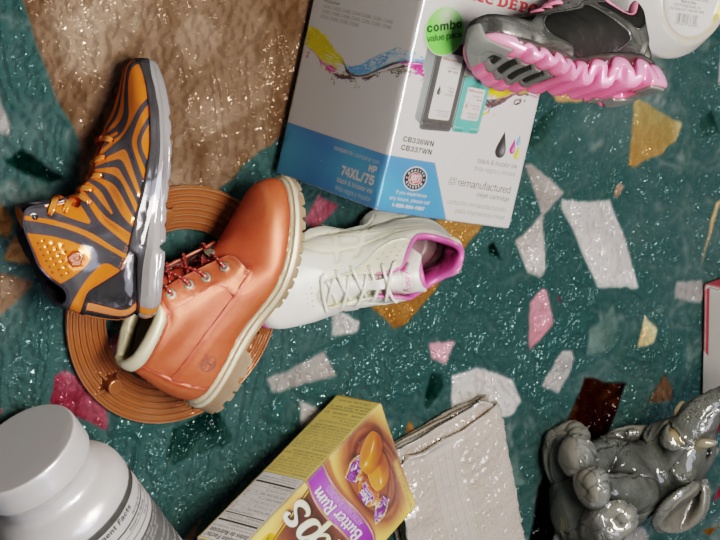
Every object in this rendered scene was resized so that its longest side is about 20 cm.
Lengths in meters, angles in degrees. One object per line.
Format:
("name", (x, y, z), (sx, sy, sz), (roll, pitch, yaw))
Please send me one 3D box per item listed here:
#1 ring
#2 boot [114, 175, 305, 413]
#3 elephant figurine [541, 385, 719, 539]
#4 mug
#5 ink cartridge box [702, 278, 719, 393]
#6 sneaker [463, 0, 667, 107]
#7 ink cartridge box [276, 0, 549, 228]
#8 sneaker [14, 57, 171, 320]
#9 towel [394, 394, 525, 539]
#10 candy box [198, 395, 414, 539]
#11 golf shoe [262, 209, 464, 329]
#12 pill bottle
("ring", (-0.147, 0.030, 1.524), (0.200, 0.019, 0.201), (-13, 113, -33))
("boot", (-0.118, 0.007, 1.483), (0.107, 0.075, 0.201), (25, 91, -34))
("elephant figurine", (0.285, 0.193, 1.813), (0.199, 0.155, 0.142), (-16, 92, -21))
("mug", (0.250, -0.261, 1.629), (0.187, 0.153, 0.150), (-44, 125, -17))
("ink cartridge box", (0.451, 0.066, 1.929), (0.199, 0.085, 0.146), (-17, 115, -33))
("sneaker", (0.156, -0.187, 1.466), (0.199, 0.079, 0.096), (5, 79, -41))
("ink cartridge box", (0.047, -0.153, 1.520), (0.146, 0.146, 0.201), (6, 101, -38))
("sneaker", (-0.202, -0.065, 1.414), (0.111, 0.078, 0.201), (4, 82, -13))
("towel", (0.091, 0.224, 1.752), (0.132, 0.034, 0.201), (-28, 120, -25))
("candy box", (-0.041, 0.214, 1.595), (0.200, 0.056, 0.117), (-44, 127, -36))
("golf shoe", (0.000, 0.000, 1.567), (0.200, 0.091, 0.076), (-26, 121, -32))
("pill bottle", (-0.215, 0.206, 1.472), (0.116, 0.116, 0.200), (-42, 124, -17))
